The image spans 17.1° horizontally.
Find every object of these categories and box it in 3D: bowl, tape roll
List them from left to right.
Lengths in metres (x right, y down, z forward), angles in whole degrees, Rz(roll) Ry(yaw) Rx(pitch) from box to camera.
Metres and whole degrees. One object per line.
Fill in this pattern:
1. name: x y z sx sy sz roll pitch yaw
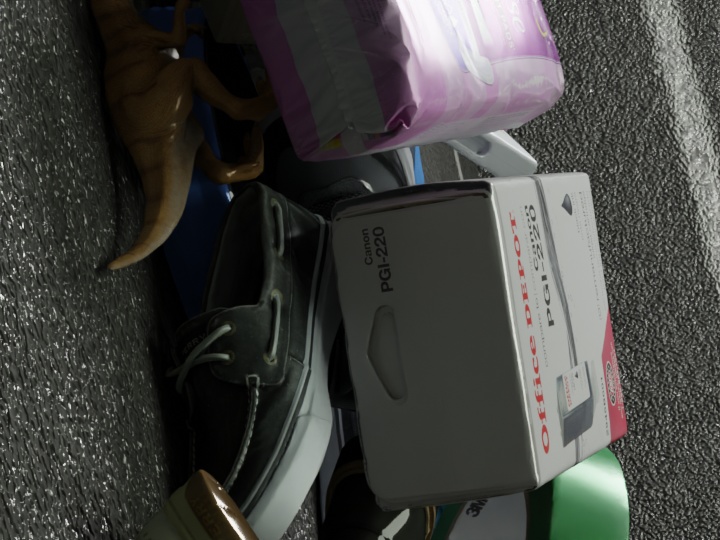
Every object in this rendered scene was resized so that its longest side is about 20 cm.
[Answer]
1. bowl: -0.069 -0.040 1.230 0.201 0.039 0.201 -14 90 -83
2. tape roll: 0.080 0.183 1.310 0.200 0.048 0.201 -160 -90 -75

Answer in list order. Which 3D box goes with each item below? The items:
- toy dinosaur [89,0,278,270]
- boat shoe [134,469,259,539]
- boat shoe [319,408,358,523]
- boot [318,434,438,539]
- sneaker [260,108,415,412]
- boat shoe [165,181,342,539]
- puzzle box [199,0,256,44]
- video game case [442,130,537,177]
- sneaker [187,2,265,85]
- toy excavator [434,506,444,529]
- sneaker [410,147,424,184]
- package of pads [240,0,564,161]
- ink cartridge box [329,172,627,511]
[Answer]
1. toy dinosaur: -0.088 -0.064 1.093 0.060 0.106 0.200 -53 -139 46
2. boat shoe: -0.058 0.135 0.944 0.073 0.063 0.200 53 -6 26
3. boat shoe: 0.010 0.109 1.439 0.200 0.066 0.070 -94 168 -52
4. boot: -0.008 0.196 1.216 0.200 0.077 0.138 83 20 -44
5. sneaker: 0.000 0.000 1.232 0.200 0.075 0.114 65 16 -46
6. boat shoe: -0.055 0.045 1.083 0.071 0.072 0.200 35 40 -24
7. puzzle box: -0.070 -0.227 1.207 0.200 0.025 0.133 -112 -148 -41
8. video game case: -0.009 -0.135 1.314 0.200 0.023 0.182 46 11 36
9. sneaker: -0.046 -0.083 1.377 0.100 0.070 0.200 -89 164 -72
10. toy excavator: 0.062 0.133 1.504 0.100 0.194 0.200 -31 88 -40
11. sneaker: 0.007 -0.023 1.424 0.078 0.066 0.200 -2 100 -42
12. package of pads: 0.021 -0.119 1.141 0.200 0.076 0.121 -15 88 -63
13. ink cartridge box: 0.062 0.028 1.168 0.200 0.085 0.146 -11 92 -70
